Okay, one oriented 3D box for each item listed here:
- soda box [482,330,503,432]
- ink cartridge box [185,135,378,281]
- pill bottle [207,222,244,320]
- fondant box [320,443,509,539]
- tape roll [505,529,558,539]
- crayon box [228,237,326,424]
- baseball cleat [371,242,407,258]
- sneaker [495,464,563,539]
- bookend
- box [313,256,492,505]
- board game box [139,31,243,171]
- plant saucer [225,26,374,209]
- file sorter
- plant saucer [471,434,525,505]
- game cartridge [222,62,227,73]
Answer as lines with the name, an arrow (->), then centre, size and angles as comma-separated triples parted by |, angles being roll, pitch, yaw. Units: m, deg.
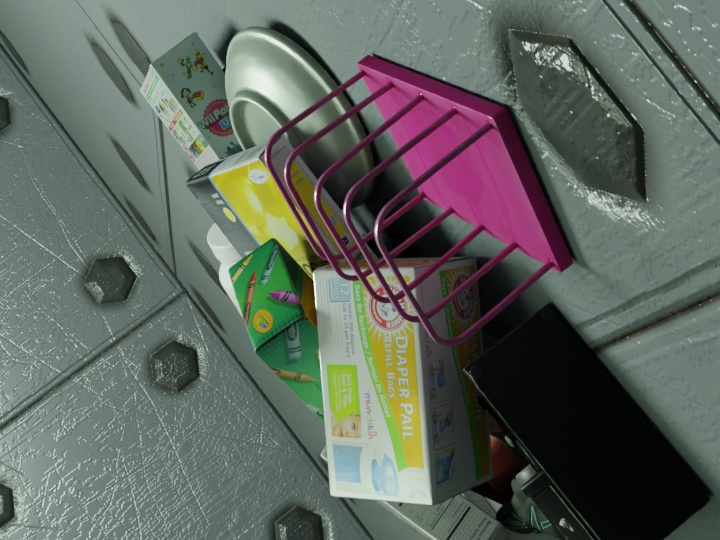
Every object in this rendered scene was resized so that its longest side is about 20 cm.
soda box -> 0.089, 0.089, 1.227 | 0.200, 0.063, 0.069 | 29, 114, 60
ink cartridge box -> -0.066, -0.029, 1.249 | 0.200, 0.047, 0.197 | 54, 155, -13
pill bottle -> -0.119, 0.015, 1.713 | 0.120, 0.119, 0.201 | 35, 158, 54
fondant box -> 0.062, 0.248, 1.394 | 0.200, 0.058, 0.144 | 35, 171, 19
tape roll -> 0.185, 0.385, 1.414 | 0.203, 0.202, 0.037 | 46, 166, 28
crayon box -> -0.038, 0.077, 1.203 | 0.200, 0.058, 0.119 | 50, -170, -41
baseball cleat -> 0.000, 0.000, 1.353 | 0.107, 0.070, 0.200 | 49, 166, 16
sneaker -> 0.191, 0.249, 1.320 | 0.079, 0.075, 0.200 | 47, 166, 18
bookend -> 0.172, 0.155, 1.091 | 0.200, 0.092, 0.199 | 52, 168, 11
box -> 0.038, 0.090, 1.111 | 0.112, 0.101, 0.201 | -3, 94, 36
board game box -> -0.151, -0.144, 1.388 | 0.200, 0.064, 0.147 | 53, 167, -7
plant saucer -> -0.072, -0.132, 1.218 | 0.200, 0.050, 0.201 | 40, 154, 24
file sorter -> 0.033, -0.052, 0.961 | 0.200, 0.125, 0.139 | 34, 158, 56
plant saucer -> 0.086, 0.194, 1.400 | 0.199, 0.037, 0.200 | 20, 165, 30
game cartridge -> -0.099, -0.167, 1.352 | 0.130, 0.038, 0.200 | 51, 168, -7
